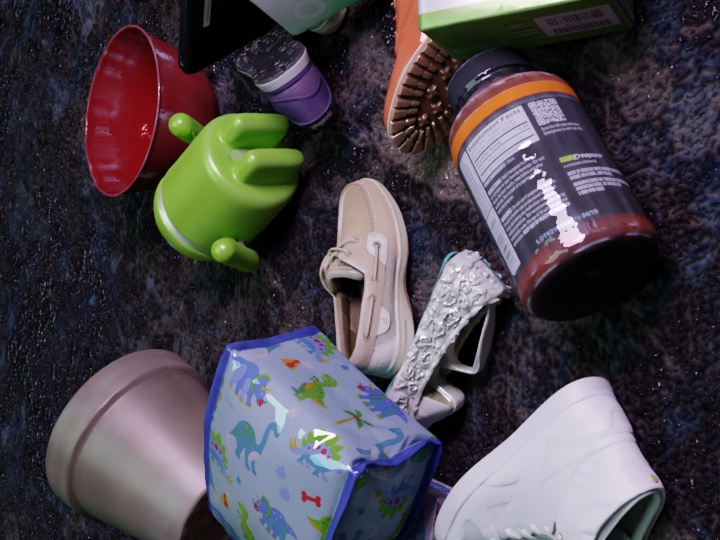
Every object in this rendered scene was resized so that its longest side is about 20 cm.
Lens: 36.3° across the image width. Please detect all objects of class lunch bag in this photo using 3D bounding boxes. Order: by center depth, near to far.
[{"bbox_3d":[-0.045,0.176,0.899,0.170,0.127,0.201,39,122,35],"label":"lunch bag"}]

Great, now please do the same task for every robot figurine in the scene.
[{"bbox_3d":[-0.143,-0.086,1.159,0.200,0.115,0.176,-39,68,44],"label":"robot figurine"}]

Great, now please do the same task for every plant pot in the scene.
[{"bbox_3d":[-0.200,0.211,1.163,0.173,0.200,0.201,32,112,31],"label":"plant pot"}]

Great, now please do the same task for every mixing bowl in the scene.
[{"bbox_3d":[-0.239,-0.180,1.306,0.200,0.108,0.201,-11,77,52],"label":"mixing bowl"}]

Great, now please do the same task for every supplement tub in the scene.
[{"bbox_3d":[0.131,-0.070,0.801,0.107,0.107,0.201,-50,48,38],"label":"supplement tub"}]

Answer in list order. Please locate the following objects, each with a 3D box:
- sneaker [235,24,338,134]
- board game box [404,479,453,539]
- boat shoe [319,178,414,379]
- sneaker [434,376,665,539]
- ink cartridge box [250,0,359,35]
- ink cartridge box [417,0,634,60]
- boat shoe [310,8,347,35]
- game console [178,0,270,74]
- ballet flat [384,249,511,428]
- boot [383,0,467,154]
[{"bbox_3d":[-0.071,-0.189,1.112,0.076,0.088,0.200,-35,25,7],"label":"sneaker"},{"bbox_3d":[0.006,0.268,0.977,0.199,0.041,0.201,12,94,53],"label":"board game box"},{"bbox_3d":[0.000,0.000,0.992,0.072,0.065,0.201,-38,50,46],"label":"boat shoe"},{"bbox_3d":[0.133,0.184,0.792,0.200,0.073,0.116,-55,43,32],"label":"sneaker"},{"bbox_3d":[-0.052,-0.300,0.959,0.161,0.200,0.050,-22,64,26],"label":"ink cartridge box"},{"bbox_3d":[0.121,-0.275,0.820,0.147,0.076,0.201,-5,80,26],"label":"ink cartridge box"},{"bbox_3d":[-0.041,-0.341,1.093,0.074,0.069,0.201,11,95,53],"label":"boat shoe"},{"bbox_3d":[-0.146,-0.335,1.145,0.116,0.176,0.200,46,153,16],"label":"game console"},{"bbox_3d":[0.065,0.079,0.908,0.072,0.072,0.201,48,124,45],"label":"ballet flat"},{"bbox_3d":[0.060,-0.202,0.948,0.107,0.075,0.201,31,102,54],"label":"boot"}]
